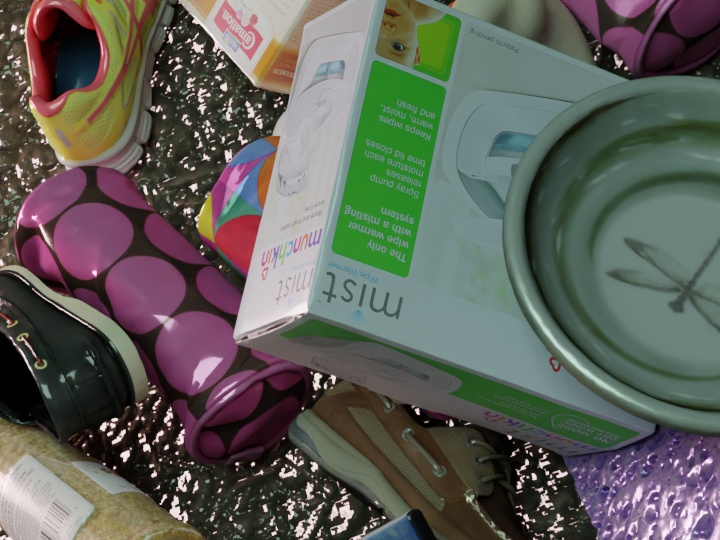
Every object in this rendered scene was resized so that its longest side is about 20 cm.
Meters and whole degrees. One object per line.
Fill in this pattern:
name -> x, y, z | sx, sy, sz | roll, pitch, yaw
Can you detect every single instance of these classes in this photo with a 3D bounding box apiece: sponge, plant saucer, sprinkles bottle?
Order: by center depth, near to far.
plant saucer -> 0.163, 0.000, 1.301 | 0.199, 0.050, 0.201 | 4, 58, -7
sponge -> 0.156, 0.103, 1.326 | 0.112, 0.030, 0.200 | -59, 26, 23
sprinkles bottle -> -0.162, 0.135, 1.512 | 0.200, 0.068, 0.068 | 29, 82, 47

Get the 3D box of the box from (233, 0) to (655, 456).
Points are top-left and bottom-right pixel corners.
box -> 0.057, -0.021, 1.358 | 0.097, 0.199, 0.178 | -23, 50, 61

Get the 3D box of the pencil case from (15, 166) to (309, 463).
pencil case -> -0.114, 0.029, 1.550 | 0.200, 0.090, 0.094 | 46, 132, 33

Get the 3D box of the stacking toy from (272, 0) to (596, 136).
stacking toy -> 0.026, -0.081, 1.531 | 0.199, 0.146, 0.147 | -9, 64, 39

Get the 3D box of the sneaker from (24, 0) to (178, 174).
sneaker -> -0.165, -0.159, 1.657 | 0.078, 0.090, 0.201 | -11, 63, 22

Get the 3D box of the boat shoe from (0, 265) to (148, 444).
boat shoe -> -0.191, 0.047, 1.533 | 0.063, 0.074, 0.201 | -29, 23, -21

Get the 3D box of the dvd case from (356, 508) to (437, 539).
dvd case -> -0.016, 0.230, 1.407 | 0.199, 0.018, 0.143 | -31, 87, 22

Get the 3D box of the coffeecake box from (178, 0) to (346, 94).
coffeecake box -> -0.028, -0.226, 1.588 | 0.154, 0.073, 0.201 | 48, 115, 35

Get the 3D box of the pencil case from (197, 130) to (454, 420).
pencil case -> 0.000, 0.000, 1.482 | 0.200, 0.088, 0.088 | 39, 87, 33

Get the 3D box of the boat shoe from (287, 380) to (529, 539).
boat shoe -> 0.047, 0.116, 1.452 | 0.200, 0.076, 0.072 | 37, 84, 30

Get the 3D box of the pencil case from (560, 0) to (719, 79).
pencil case -> 0.139, -0.199, 1.539 | 0.200, 0.090, 0.094 | 49, 124, 31
